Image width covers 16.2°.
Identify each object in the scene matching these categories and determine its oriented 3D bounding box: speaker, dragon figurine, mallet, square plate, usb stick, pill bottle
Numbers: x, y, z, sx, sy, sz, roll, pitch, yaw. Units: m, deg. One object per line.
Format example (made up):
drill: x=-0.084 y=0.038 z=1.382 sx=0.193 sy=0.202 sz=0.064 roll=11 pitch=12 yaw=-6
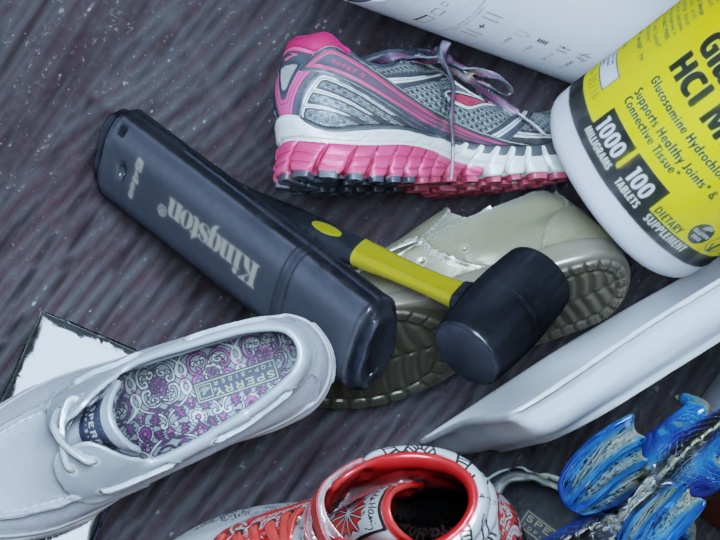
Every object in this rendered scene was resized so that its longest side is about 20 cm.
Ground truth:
speaker: x=0.079 y=-0.143 z=1.254 sx=0.200 sy=0.081 sz=0.081 roll=15 pitch=76 yaw=-40
dragon figurine: x=0.129 y=0.097 z=1.132 sx=0.059 sy=0.200 sz=0.099 roll=49 pitch=33 yaw=17
mallet: x=0.000 y=0.000 z=1.218 sx=0.200 sy=0.041 sz=0.066 roll=18 pitch=49 yaw=25
square plate: x=0.134 y=0.035 z=1.217 sx=0.198 sy=0.200 sz=0.028 roll=-30 pitch=89 yaw=-13
usb stick: x=-0.058 y=-0.012 z=1.228 sx=0.033 sy=0.056 sz=0.200 roll=-25 pitch=49 yaw=-38
pill bottle: x=0.198 y=-0.094 z=1.210 sx=0.200 sy=0.112 sz=0.113 roll=-38 pitch=87 yaw=24

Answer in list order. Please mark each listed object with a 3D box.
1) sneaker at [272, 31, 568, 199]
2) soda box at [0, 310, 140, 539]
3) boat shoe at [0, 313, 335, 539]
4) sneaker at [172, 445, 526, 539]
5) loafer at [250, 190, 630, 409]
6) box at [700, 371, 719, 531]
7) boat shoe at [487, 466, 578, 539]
sneaker: x=0.044 y=-0.076 z=1.249 sx=0.200 sy=0.081 sz=0.075 roll=1 pitch=84 yaw=-43
soda box: x=-0.164 y=0.126 z=1.224 sx=0.071 sy=0.063 sz=0.200 roll=23 pitch=78 yaw=-4
boat shoe: x=-0.108 y=0.072 z=1.157 sx=0.200 sy=0.069 sz=0.072 roll=-16 pitch=79 yaw=7
sneaker: x=-0.026 y=0.128 z=1.197 sx=0.201 sy=0.108 sz=0.067 roll=-8 pitch=66 yaw=10
loafer: x=0.034 y=0.012 z=1.274 sx=0.199 sy=0.076 sz=0.068 roll=-13 pitch=45 yaw=-2
box: x=0.265 y=0.114 z=1.247 sx=0.200 sy=0.152 sz=0.106 roll=37 pitch=79 yaw=0
boat shoe: x=0.143 y=0.166 z=1.264 sx=0.200 sy=0.064 sz=0.071 roll=31 pitch=77 yaw=-2
